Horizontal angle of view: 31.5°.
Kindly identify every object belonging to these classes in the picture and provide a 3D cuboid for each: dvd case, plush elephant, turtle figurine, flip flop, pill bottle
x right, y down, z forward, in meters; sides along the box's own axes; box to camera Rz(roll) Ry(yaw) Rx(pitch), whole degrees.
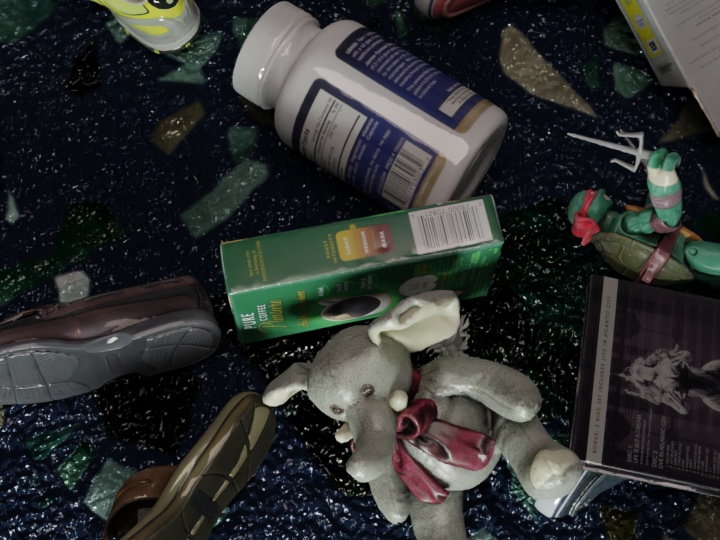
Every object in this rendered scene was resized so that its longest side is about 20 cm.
[{"bbox_3d":[0.251,0.088,0.897,0.199,0.016,0.149,12,60,0],"label":"dvd case"},{"bbox_3d":[0.030,0.098,0.875,0.154,0.165,0.201,17,45,-37],"label":"plush elephant"},{"bbox_3d":[0.230,-0.032,0.951,0.199,0.150,0.101,28,97,5],"label":"turtle figurine"},{"bbox_3d":[-0.139,0.162,0.903,0.057,0.081,0.200,28,70,27],"label":"flip flop"},{"bbox_3d":[0.004,-0.124,0.986,0.200,0.111,0.111,33,73,10],"label":"pill bottle"}]

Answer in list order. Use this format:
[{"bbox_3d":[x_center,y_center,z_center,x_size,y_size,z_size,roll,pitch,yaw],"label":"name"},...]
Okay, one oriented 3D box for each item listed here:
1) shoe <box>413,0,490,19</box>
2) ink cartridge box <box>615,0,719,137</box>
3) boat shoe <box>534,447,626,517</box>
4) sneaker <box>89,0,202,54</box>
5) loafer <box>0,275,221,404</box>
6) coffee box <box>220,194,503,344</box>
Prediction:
[{"bbox_3d":[0.143,-0.255,1.058,0.200,0.072,0.091,-39,72,-17],"label":"shoe"},{"bbox_3d":[0.307,-0.238,1.046,0.197,0.047,0.201,-31,97,-18],"label":"ink cartridge box"},{"bbox_3d":[0.220,0.124,0.919,0.200,0.071,0.091,-42,72,-17],"label":"boat shoe"},{"bbox_3d":[-0.216,-0.260,1.052,0.199,0.076,0.076,31,74,11],"label":"sneaker"},{"bbox_3d":[-0.206,0.049,0.952,0.199,0.072,0.063,-10,51,-11],"label":"loafer"},{"bbox_3d":[0.000,0.000,0.936,0.199,0.123,0.044,-11,71,-3],"label":"coffee box"}]
